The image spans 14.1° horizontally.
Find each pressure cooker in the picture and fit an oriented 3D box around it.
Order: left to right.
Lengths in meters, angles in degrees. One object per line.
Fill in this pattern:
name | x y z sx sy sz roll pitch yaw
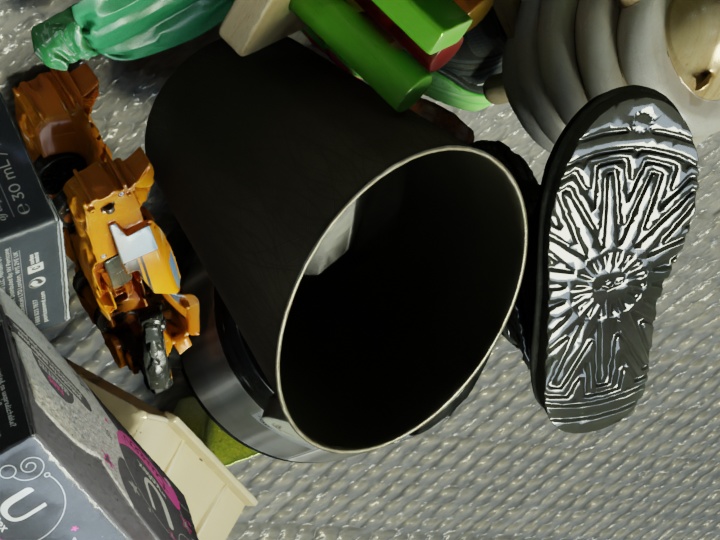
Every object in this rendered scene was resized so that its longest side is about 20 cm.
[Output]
pressure cooker | -0.025 0.028 1.754 0.179 0.176 0.200 -23 178 -17

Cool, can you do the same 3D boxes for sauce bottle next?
sauce bottle | 0.000 0.000 1.627 0.200 0.066 0.066 -65 157 -14

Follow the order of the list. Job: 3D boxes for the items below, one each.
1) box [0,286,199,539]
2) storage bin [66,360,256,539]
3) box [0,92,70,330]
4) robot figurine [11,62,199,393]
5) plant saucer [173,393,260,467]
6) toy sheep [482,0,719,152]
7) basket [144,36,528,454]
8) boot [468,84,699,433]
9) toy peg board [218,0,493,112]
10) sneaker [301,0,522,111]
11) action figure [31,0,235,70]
box | -0.168 0.125 1.474 0.115 0.132 0.200 -30 131 6
storage bin | -0.188 0.105 1.709 0.094 0.200 0.199 -58 157 -11
box | -0.268 -0.025 1.491 0.200 0.148 0.107 -20 152 -13
robot figurine | -0.139 -0.018 1.636 0.058 0.145 0.200 -27 147 -9
plant saucer | -0.037 0.081 1.932 0.200 0.048 0.200 -20 180 -13
toy sheep | 0.140 -0.120 1.591 0.138 0.138 0.200 -4 177 -38
basket | -0.023 -0.034 1.533 0.136 0.200 0.180 4 119 -34
boot | 0.101 -0.035 1.544 0.079 0.158 0.211 -3 126 -21
toy peg board | 0.058 -0.183 1.475 0.199 0.098 0.200 -30 160 -48
sneaker | 0.025 -0.149 1.637 0.200 0.077 0.084 9 120 -55
action figure | -0.083 -0.164 1.514 0.200 0.055 0.118 -31 154 0
